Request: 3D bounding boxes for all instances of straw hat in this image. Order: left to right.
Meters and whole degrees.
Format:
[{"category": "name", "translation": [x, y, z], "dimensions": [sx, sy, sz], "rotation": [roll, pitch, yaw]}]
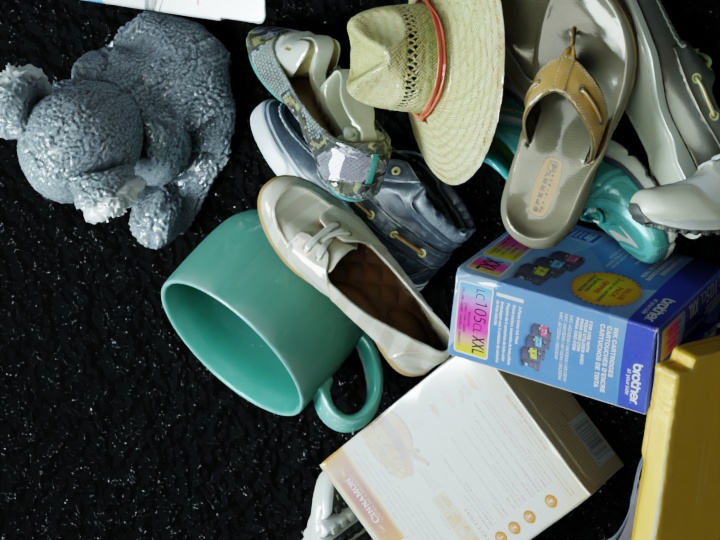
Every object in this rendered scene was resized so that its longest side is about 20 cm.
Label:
[{"category": "straw hat", "translation": [0.031, -0.159, 1.612], "dimensions": [0.201, 0.084, 0.203], "rotation": [180, 90, -70]}]

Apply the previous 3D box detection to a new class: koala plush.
[{"category": "koala plush", "translation": [-0.211, -0.116, 1.767], "dimensions": [0.178, 0.200, 0.184], "rotation": [47, 122, 10]}]

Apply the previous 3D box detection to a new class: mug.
[{"category": "mug", "translation": [-0.062, 0.037, 1.770], "dimensions": [0.151, 0.115, 0.186], "rotation": [7, 139, 53]}]

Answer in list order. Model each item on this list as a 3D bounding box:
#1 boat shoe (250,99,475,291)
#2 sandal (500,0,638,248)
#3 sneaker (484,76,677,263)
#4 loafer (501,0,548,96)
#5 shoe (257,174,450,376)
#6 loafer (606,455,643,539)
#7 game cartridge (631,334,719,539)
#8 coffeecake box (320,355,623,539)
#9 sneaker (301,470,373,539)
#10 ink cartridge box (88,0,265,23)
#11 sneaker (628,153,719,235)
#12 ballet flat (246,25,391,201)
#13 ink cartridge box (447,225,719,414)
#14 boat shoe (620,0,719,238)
[{"category": "boat shoe", "translation": [0.005, -0.080, 1.733], "dimensions": [0.200, 0.071, 0.091], "rotation": [47, 122, 1]}, {"category": "sandal", "translation": [0.145, -0.112, 1.555], "dimensions": [0.080, 0.054, 0.202], "rotation": [20, 100, 21]}, {"category": "sneaker", "translation": [0.152, -0.064, 1.629], "dimensions": [0.200, 0.080, 0.078], "rotation": [37, 148, 22]}, {"category": "loafer", "translation": [0.121, -0.213, 1.603], "dimensions": [0.075, 0.068, 0.201], "rotation": [-25, 90, -4]}, {"category": "shoe", "translation": [0.000, 0.000, 1.683], "dimensions": [0.200, 0.070, 0.053], "rotation": [46, 161, -10]}, {"category": "loafer", "translation": [0.235, 0.193, 1.631], "dimensions": [0.201, 0.072, 0.063], "rotation": [-60, 32, -5]}, {"category": "game cartridge", "translation": [0.272, 0.138, 1.579], "dimensions": [0.032, 0.175, 0.202], "rotation": [26, 119, 47]}, {"category": "coffeecake box", "translation": [0.088, 0.159, 1.751], "dimensions": [0.200, 0.073, 0.154], "rotation": [-41, 83, 33]}, {"category": "sneaker", "translation": [-0.032, 0.256, 1.855], "dimensions": [0.081, 0.075, 0.202], "rotation": [20, 120, 38]}, {"category": "ink cartridge box", "translation": [-0.144, -0.272, 1.757], "dimensions": [0.199, 0.067, 0.117], "rotation": [12, 111, 28]}, {"category": "sneaker", "translation": [0.280, -0.079, 1.521], "dimensions": [0.198, 0.070, 0.094], "rotation": [-7, 96, -12]}, {"category": "ballet flat", "translation": [-0.028, -0.144, 1.698], "dimensions": [0.072, 0.072, 0.201], "rotation": [-55, 49, 31]}, {"category": "ink cartridge box", "translation": [0.185, 0.034, 1.616], "dimensions": [0.199, 0.136, 0.077], "rotation": [18, 119, 25]}, {"category": "boat shoe", "translation": [0.232, -0.127, 1.584], "dimensions": [0.203, 0.060, 0.072], "rotation": [69, 163, -1]}]
